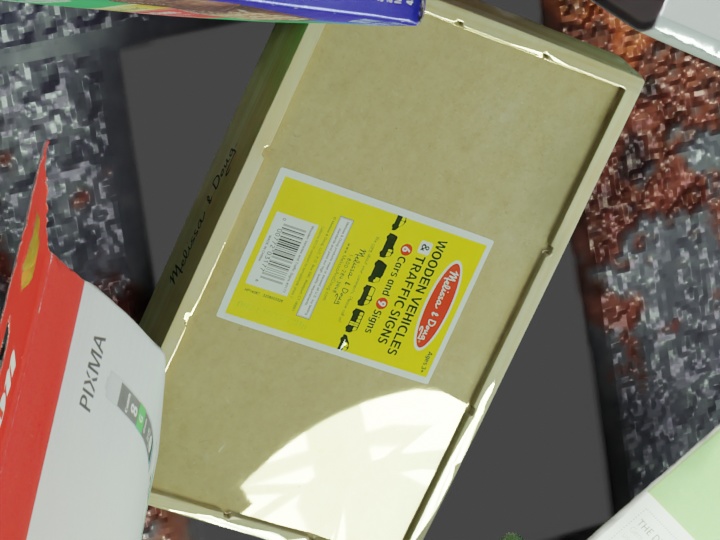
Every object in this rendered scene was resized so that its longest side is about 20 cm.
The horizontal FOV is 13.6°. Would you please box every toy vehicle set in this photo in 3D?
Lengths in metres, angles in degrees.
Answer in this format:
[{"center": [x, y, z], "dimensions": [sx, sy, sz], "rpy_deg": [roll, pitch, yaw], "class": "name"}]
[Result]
[{"center": [0.000, 0.000, 1.036], "dimensions": [0.124, 0.027, 0.201], "rpy_deg": [19, 105, -25], "class": "toy vehicle set"}]

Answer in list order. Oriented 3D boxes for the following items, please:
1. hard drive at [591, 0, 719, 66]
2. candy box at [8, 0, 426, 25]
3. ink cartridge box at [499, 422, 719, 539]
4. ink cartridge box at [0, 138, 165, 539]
[{"center": [0.160, -0.075, 1.062], "dimensions": [0.199, 0.132, 0.027], "rpy_deg": [21, 101, -25], "class": "hard drive"}, {"center": [-0.098, -0.120, 0.923], "dimensions": [0.199, 0.169, 0.078], "rpy_deg": [6, 93, -24], "class": "candy box"}, {"center": [0.103, 0.148, 1.089], "dimensions": [0.200, 0.048, 0.146], "rpy_deg": [-43, 112, 6], "class": "ink cartridge box"}, {"center": [-0.090, 0.080, 0.893], "dimensions": [0.050, 0.200, 0.162], "rpy_deg": [11, 62, -2], "class": "ink cartridge box"}]
